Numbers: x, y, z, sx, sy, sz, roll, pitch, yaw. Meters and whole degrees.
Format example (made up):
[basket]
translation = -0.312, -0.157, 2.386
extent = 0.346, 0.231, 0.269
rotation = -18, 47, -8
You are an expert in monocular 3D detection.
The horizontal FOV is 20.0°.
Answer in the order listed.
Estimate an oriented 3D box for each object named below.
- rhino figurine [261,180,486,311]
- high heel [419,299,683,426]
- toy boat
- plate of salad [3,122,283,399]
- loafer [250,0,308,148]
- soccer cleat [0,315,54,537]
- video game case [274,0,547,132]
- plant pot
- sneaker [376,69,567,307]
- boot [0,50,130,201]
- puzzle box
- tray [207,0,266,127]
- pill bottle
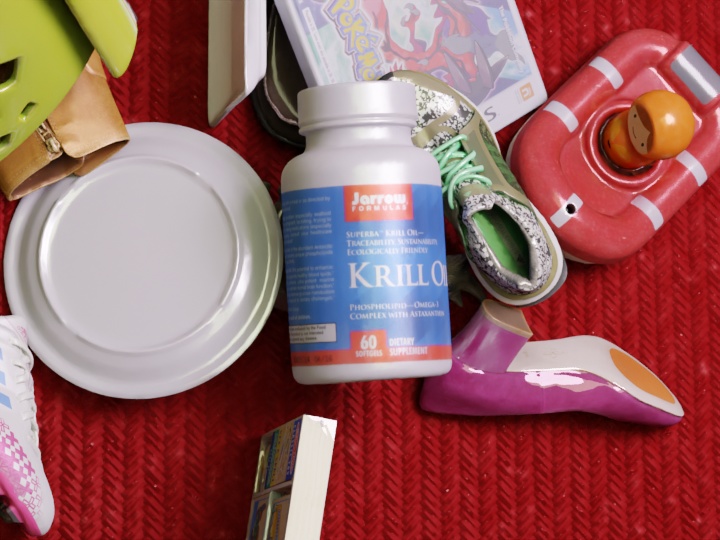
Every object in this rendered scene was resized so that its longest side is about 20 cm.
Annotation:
[rhino figurine]
translation = 0.000, 0.000, 1.486
extent = 0.200, 0.060, 0.088
rotation = 16, 85, -15
[high heel]
translation = 0.143, 0.096, 1.523
extent = 0.200, 0.067, 0.096
rotation = 21, 117, -29
[toy boat]
translation = 0.205, -0.097, 1.525
extent = 0.131, 0.131, 0.200
rotation = 46, 71, -3
[plate of salad]
translation = -0.152, -0.006, 1.445
extent = 0.199, 0.048, 0.201
rotation = -1, 76, 6
[loafer]
translation = -0.038, -0.191, 1.504
extent = 0.073, 0.071, 0.201
rotation = 7, 78, -15
[soccer cleat]
translation = -0.248, 0.082, 1.394
extent = 0.086, 0.070, 0.200
rotation = -32, 89, -19
[video game case]
translation = 0.037, -0.173, 1.500
extent = 0.182, 0.023, 0.200
rotation = -32, 114, -24
[plant pot]
translation = -0.266, -0.197, 1.329
extent = 0.181, 0.200, 0.199
rotation = -29, 67, -1
[sneaker]
translation = 0.079, -0.061, 1.449
extent = 0.077, 0.089, 0.200
rotation = -38, 91, 3
[boot]
translation = -0.200, -0.150, 1.442
extent = 0.201, 0.071, 0.144
rotation = -37, 79, -7
[puzzle box]
translation = -0.058, 0.204, 1.392
extent = 0.025, 0.133, 0.201
rotation = 12, 76, -14
[tray]
translation = -0.088, -0.211, 1.476
extent = 0.022, 0.107, 0.201
rotation = 3, 79, -19
[pill bottle]
translation = 0.002, -0.025, 1.398
extent = 0.112, 0.112, 0.201
rotation = -4, 88, -17
